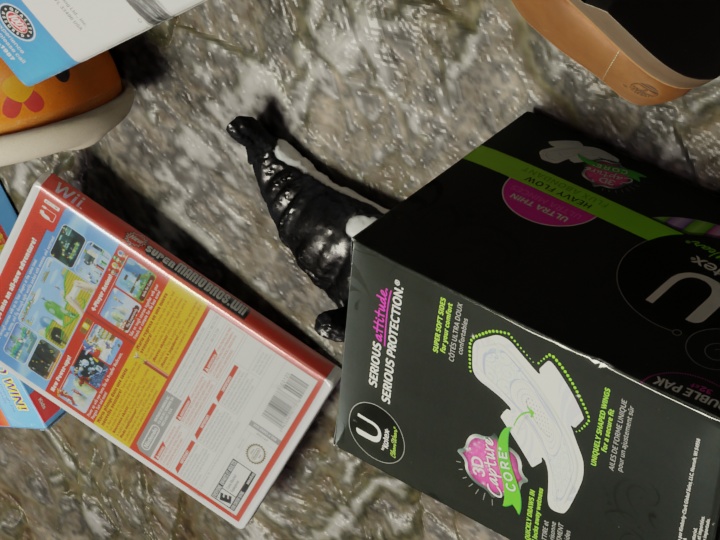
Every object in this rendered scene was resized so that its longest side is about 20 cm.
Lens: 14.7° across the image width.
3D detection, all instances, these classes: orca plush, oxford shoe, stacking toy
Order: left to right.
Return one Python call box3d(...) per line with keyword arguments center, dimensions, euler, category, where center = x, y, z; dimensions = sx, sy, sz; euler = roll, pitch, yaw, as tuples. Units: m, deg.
box3d(center=(-0.205, -0.157, 1.451), dimensions=(0.146, 0.146, 0.200), euler=(5, 112, 44), category="stacking toy")
box3d(center=(0.000, 0.000, 1.414), dimensions=(0.200, 0.071, 0.105), euler=(46, 145, 2), category="orca plush")
box3d(center=(0.071, -0.145, 1.204), dimensions=(0.200, 0.071, 0.071), euler=(48, 150, -3), category="oxford shoe")

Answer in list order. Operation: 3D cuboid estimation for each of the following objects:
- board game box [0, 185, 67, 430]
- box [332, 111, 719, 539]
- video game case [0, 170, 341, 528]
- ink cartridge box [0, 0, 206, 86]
box3d(center=(-0.277, 0.000, 1.717), dimensions=(0.196, 0.056, 0.200), euler=(0, 124, 46), category="board game box")
box3d(center=(0.111, 0.041, 1.261), dimensions=(0.200, 0.149, 0.124), euler=(27, 131, 25), category="box")
box3d(center=(-0.121, 0.047, 1.585), dimensions=(0.200, 0.017, 0.143), euler=(34, 133, 2), category="video game case")
box3d(center=(-0.126, -0.190, 1.328), dimensions=(0.200, 0.084, 0.145), euler=(-19, 115, 47), category="ink cartridge box")
